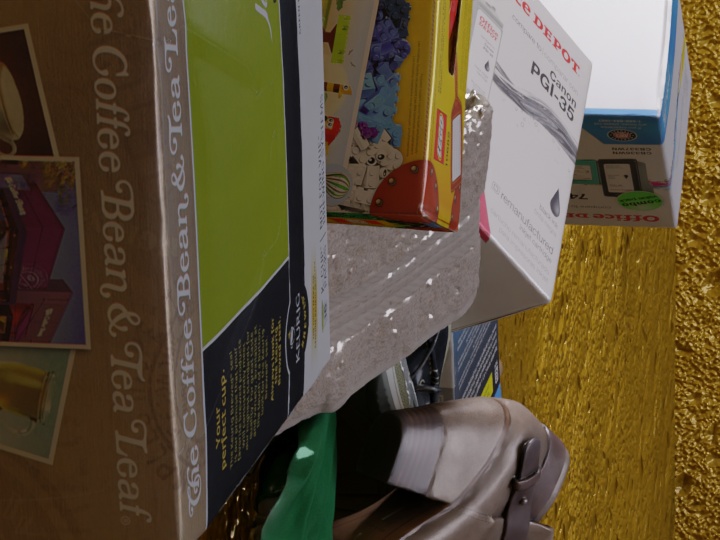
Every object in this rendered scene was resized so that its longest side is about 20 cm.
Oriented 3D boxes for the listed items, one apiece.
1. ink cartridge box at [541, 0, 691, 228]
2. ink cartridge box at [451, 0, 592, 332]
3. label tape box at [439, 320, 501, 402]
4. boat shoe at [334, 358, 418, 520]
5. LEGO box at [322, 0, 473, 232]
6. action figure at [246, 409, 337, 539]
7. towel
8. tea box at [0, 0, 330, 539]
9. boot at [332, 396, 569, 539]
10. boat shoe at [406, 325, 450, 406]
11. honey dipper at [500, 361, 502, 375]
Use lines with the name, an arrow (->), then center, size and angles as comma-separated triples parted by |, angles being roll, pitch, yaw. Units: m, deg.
ink cartridge box -> 0.187, -0.142, 1.983 | 0.200, 0.146, 0.146 | 65, 30, -63
ink cartridge box -> 0.059, -0.088, 1.468 | 0.147, 0.083, 0.200 | 45, 43, -35
label tape box -> 0.050, 0.050, 1.611 | 0.144, 0.063, 0.201 | -58, 148, -62
boat shoe -> 0.001, 0.075, 1.389 | 0.065, 0.074, 0.202 | -60, 143, -55
LEGO box -> -0.030, -0.121, 1.037 | 0.077, 0.149, 0.201 | 19, 74, -77
action figure -> -0.037, 0.115, 1.272 | 0.118, 0.055, 0.200 | 76, 14, -47
towel -> 0.000, 0.000, 1.243 | 0.200, 0.034, 0.133 | -34, 141, -38
tea box -> -0.096, -0.035, 0.805 | 0.197, 0.133, 0.201 | -52, 143, -70
boot -> 0.039, 0.162, 1.349 | 0.146, 0.070, 0.200 | 19, 101, -43
boat shoe -> 0.016, 0.063, 1.451 | 0.200, 0.074, 0.062 | 87, 7, -46
honey dipper -> 0.112, 0.153, 1.983 | 0.038, 0.038, 0.200 | -67, 152, -56
